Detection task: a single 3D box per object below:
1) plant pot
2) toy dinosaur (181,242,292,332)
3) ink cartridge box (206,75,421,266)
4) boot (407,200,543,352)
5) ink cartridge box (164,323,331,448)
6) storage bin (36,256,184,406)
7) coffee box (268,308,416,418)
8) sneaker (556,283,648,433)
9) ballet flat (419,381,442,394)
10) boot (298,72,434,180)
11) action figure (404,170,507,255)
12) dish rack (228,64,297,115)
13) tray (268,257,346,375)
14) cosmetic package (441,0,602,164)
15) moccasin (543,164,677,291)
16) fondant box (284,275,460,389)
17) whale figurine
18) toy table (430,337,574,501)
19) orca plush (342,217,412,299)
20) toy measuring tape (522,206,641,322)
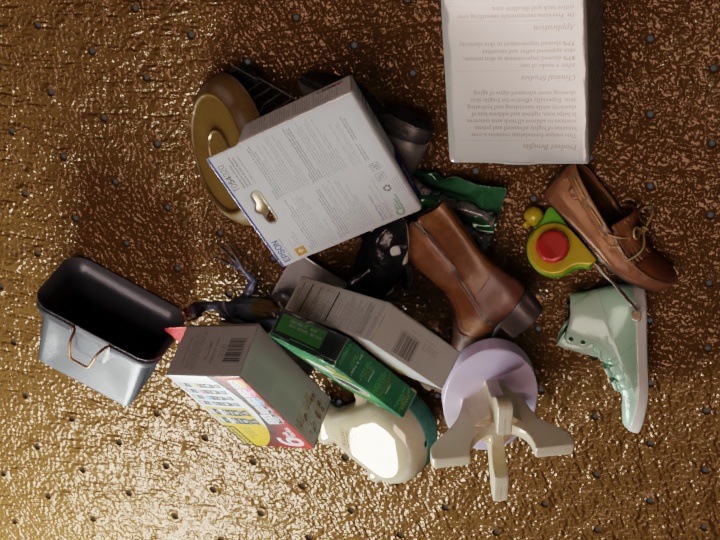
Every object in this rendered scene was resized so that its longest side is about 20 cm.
[{"bbox_3d":[-0.172,-0.153,1.686,0.200,0.027,0.202,37,135,48],"label":"plant pot"},{"bbox_3d":[-0.154,0.069,1.804,0.180,0.105,0.201,-14,119,44],"label":"toy dinosaur"},{"bbox_3d":[-0.054,-0.116,1.586,0.198,0.044,0.197,-21,129,16],"label":"ink cartridge box"},{"bbox_3d":[0.106,0.030,1.694,0.200,0.069,0.188,44,132,-9],"label":"boot"},{"bbox_3d":[-0.168,0.161,1.809,0.174,0.085,0.200,-2,144,35],"label":"ink cartridge box"},{"bbox_3d":[-0.374,0.104,1.887,0.198,0.146,0.135,26,130,3],"label":"storage bin"},{"bbox_3d":[-0.021,0.122,1.709,0.122,0.044,0.200,22,168,38],"label":"coffee box"},{"bbox_3d":[0.317,0.115,1.711,0.117,0.074,0.203,-3,104,11],"label":"sneaker"},{"bbox_3d":[0.124,0.153,1.800,0.199,0.070,0.070,32,120,-1],"label":"ballet flat"},{"bbox_3d":[-0.011,-0.160,1.659,0.199,0.070,0.133,31,117,20],"label":"boot"},{"bbox_3d":[0.081,-0.087,1.701,0.198,0.055,0.119,22,122,10],"label":"action figure"},{"bbox_3d":[-0.115,-0.166,1.678,0.199,0.054,0.155,33,133,23],"label":"dish rack"},{"bbox_3d":[-0.087,0.072,1.843,0.107,0.022,0.201,31,119,-1],"label":"tray"},{"bbox_3d":[0.193,-0.245,1.524,0.165,0.167,0.202,3,115,16],"label":"cosmetic package"},{"bbox_3d":[0.323,-0.056,1.635,0.202,0.074,0.078,48,128,2],"label":"moccasin"},{"bbox_3d":[0.013,0.079,1.696,0.144,0.199,0.059,35,80,-36],"label":"fondant box"},{"bbox_3d":[0.023,0.220,1.853,0.198,0.103,0.161,7,116,41],"label":"whale figurine"},{"bbox_3d":[0.176,0.198,1.693,0.182,0.118,0.201,-14,133,6],"label":"toy table"},{"bbox_3d":[0.000,0.000,1.695,0.106,0.071,0.200,62,149,6],"label":"orca plush"},{"bbox_3d":[0.269,0.003,1.657,0.201,0.073,0.074,51,120,13],"label":"toy measuring tape"}]
